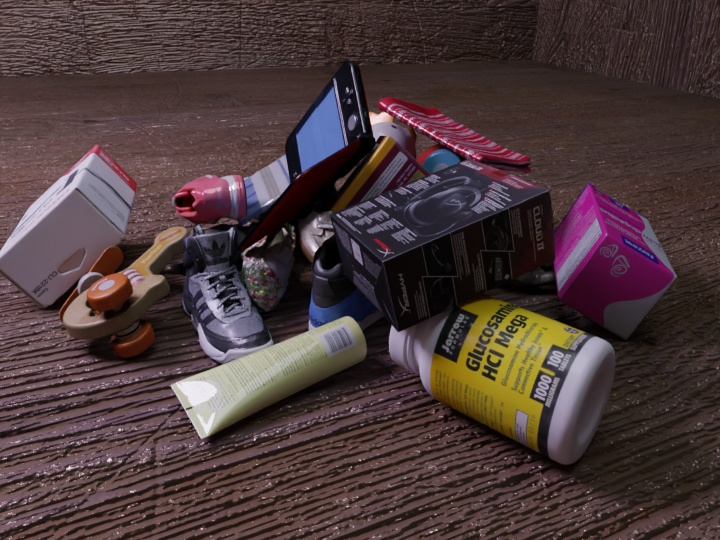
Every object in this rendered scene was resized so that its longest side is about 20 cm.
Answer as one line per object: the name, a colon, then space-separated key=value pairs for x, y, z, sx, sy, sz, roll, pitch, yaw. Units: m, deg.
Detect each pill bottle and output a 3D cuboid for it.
pill bottle: x=0.127 y=0.087 z=0.600 sx=0.197 sy=0.116 sz=0.111 roll=21 pitch=31 yaw=35

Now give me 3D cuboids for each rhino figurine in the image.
rhino figurine: x=-0.200 y=-0.035 z=0.895 sx=0.085 sy=0.062 sz=0.200 roll=4 pitch=18 yaw=16

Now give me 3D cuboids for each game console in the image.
game console: x=-0.080 y=-0.139 z=0.778 sx=0.116 sy=0.178 sz=0.199 roll=1 pitch=-21 yaw=-33

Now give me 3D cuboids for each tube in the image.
tube: x=-0.085 y=0.102 z=0.635 sx=0.196 sy=0.053 sz=0.058 roll=-20 pitch=0 yaw=-33

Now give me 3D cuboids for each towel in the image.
towel: x=0.130 y=-0.189 z=0.876 sx=0.142 sy=0.023 sz=0.199 roll=-4 pitch=34 yaw=-47
towel: x=-0.107 y=-0.143 z=0.956 sx=0.197 sy=0.024 sz=0.147 roll=-31 pitch=31 yaw=-2

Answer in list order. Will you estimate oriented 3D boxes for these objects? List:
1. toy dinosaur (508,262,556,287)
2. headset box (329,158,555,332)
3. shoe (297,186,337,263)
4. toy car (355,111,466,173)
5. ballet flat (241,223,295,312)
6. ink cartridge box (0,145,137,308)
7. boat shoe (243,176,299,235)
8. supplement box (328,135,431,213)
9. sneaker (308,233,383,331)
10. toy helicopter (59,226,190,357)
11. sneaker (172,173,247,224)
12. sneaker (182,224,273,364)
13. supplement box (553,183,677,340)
toy dinosaur: x=0.212 y=-0.016 z=0.889 sx=0.101 sy=0.078 sz=0.201 roll=-24 pitch=68 yaw=-41
headset box: x=0.086 y=-0.038 z=0.634 sx=0.195 sy=0.079 sz=0.149 roll=-22 pitch=28 yaw=-15
shoe: x=-0.060 y=-0.088 z=0.954 sx=0.068 sy=0.054 sz=0.204 roll=5 pitch=46 yaw=-17
toy car: x=0.064 y=-0.159 z=0.920 sx=0.175 sy=0.203 sz=0.184 roll=-35 pitch=-11 yaw=16
ballet flat: x=-0.117 y=-0.019 z=0.841 sx=0.063 sy=0.076 sz=0.201 roll=-37 pitch=24 yaw=12
ink cartridge box: x=-0.380 y=-0.065 z=0.834 sx=0.143 sy=0.084 sz=0.201 roll=-40 pitch=29 yaw=5
boat shoe: x=-0.137 y=-0.107 z=1.032 sx=0.195 sy=0.074 sz=0.071 roll=16 pitch=24 yaw=22
supplement box: x=0.068 y=-0.056 z=0.770 sx=0.199 sy=0.111 sz=0.086 roll=40 pitch=7 yaw=-11
sneaker: x=0.001 y=0.000 z=0.773 sx=0.075 sy=0.114 sz=0.199 roll=15 pitch=28 yaw=26
toy helicopter: x=-0.272 y=0.010 z=0.747 sx=0.129 sy=0.081 sz=0.201 roll=-1 pitch=35 yaw=25
sneaker: x=-0.235 y=-0.105 z=0.905 sx=0.085 sy=0.076 sz=0.198 roll=-7 pitch=4 yaw=-33
sneaker: x=-0.158 y=0.020 z=0.715 sx=0.074 sy=0.117 sz=0.199 roll=-13 pitch=29 yaw=-29
supplement box: x=0.319 y=-0.019 z=0.821 sx=0.099 sy=0.105 sz=0.201 roll=29 pitch=29 yaw=-1
